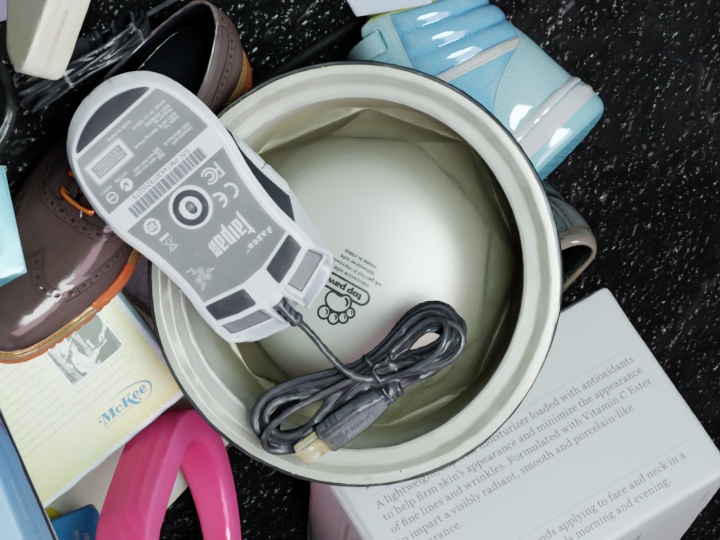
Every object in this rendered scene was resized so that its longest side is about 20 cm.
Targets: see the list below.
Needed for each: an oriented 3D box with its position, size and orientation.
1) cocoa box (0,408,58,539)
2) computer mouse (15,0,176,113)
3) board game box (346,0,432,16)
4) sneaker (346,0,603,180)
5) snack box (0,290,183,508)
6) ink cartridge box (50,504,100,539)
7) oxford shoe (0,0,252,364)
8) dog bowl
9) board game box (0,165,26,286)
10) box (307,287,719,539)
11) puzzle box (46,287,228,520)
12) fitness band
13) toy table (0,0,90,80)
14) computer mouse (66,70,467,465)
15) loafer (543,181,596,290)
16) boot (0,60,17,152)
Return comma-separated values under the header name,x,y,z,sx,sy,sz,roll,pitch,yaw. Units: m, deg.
name,x,y,z,sx,sy,sz,roll,pitch,yaw
cocoa box,-0.200,0.146,0.806,0.132,0.201,0.131,-24,162,-7
computer mouse,-0.087,-0.141,0.851,0.200,0.058,0.034,-43,109,-27
board game box,-0.006,-0.251,0.777,0.041,0.201,0.201,-7,137,26
sneaker,0.016,-0.065,0.960,0.200,0.131,0.080,-41,176,6
snack box,-0.198,0.075,0.926,0.200,0.037,0.117,-39,108,-5
ink cartridge box,-0.204,0.234,0.948,0.198,0.147,0.086,-23,138,2
oxford shoe,-0.127,-0.047,0.867,0.201,0.071,0.073,-57,169,-14
dog bowl,0.000,0.000,0.889,0.198,0.074,0.202,0,94,6
board game box,-0.237,0.003,0.776,0.150,0.200,0.047,-12,88,-22
box,0.083,0.141,1.065,0.198,0.131,0.200,-28,161,-14
puzzle box,-0.164,0.111,1.007,0.200,0.025,0.133,-46,133,1
fitness band,-0.090,0.159,0.944,0.037,0.200,0.145,-13,116,12
toy table,-0.127,-0.185,0.778,0.182,0.117,0.202,-3,119,-32
computer mouse,-0.051,-0.010,0.829,0.109,0.044,0.200,-38,101,12
loafer,0.061,0.037,1.078,0.072,0.063,0.200,33,98,-42
boot,-0.234,-0.064,0.750,0.209,0.158,0.080,-17,87,-22
